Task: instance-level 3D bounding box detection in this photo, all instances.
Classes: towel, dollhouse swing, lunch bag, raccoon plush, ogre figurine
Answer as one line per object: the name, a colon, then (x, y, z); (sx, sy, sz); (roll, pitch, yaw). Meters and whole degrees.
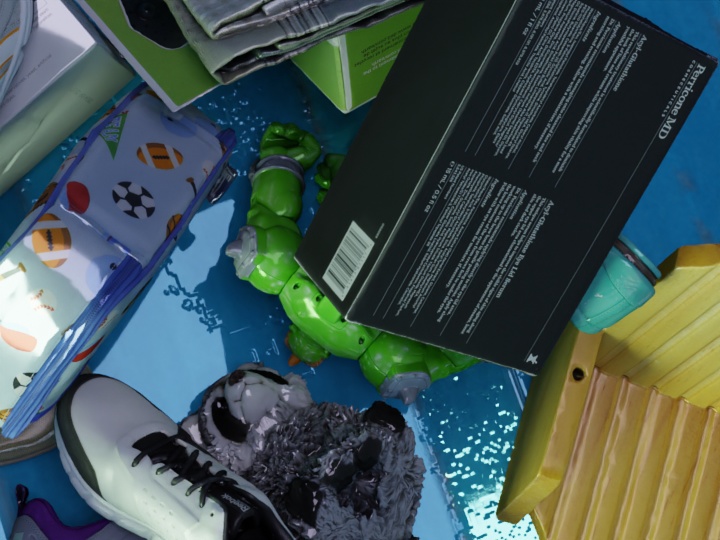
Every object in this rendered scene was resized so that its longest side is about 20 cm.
towel: (-0.030, -0.203, 0.806); (0.192, 0.035, 0.200); (-23, 55, -12)
dollhouse swing: (0.221, 0.103, 0.889); (0.199, 0.176, 0.182); (20, 76, -11)
lunch bag: (-0.148, -0.008, 0.808); (0.075, 0.160, 0.200); (36, 38, -4)
raccoon plush: (-0.037, 0.147, 0.882); (0.097, 0.134, 0.201); (-27, 119, -38)
ogre figurine: (0.000, 0.000, 0.884); (0.200, 0.098, 0.120); (53, 45, -11)

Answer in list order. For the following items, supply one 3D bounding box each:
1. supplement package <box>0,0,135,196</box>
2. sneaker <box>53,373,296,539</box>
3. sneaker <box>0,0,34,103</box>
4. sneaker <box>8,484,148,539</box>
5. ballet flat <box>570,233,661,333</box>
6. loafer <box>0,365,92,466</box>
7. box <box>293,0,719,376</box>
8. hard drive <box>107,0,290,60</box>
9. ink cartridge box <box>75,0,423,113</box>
supplement package: (-0.254, -0.143, 0.812); (0.151, 0.152, 0.200); (-41, 91, -1)
sneaker: (-0.091, 0.125, 0.808); (0.200, 0.080, 0.074); (44, 49, 13)
sneaker: (-0.203, -0.093, 0.692); (0.075, 0.092, 0.201); (4, 91, -1)
sneaker: (-0.110, 0.174, 0.849); (0.199, 0.074, 0.088); (9, 73, -11)
ballet flat: (0.112, -0.024, 0.895); (0.070, 0.200, 0.067); (-41, 121, 7)
loafer: (-0.251, 0.077, 0.832); (0.199, 0.068, 0.076); (-4, 81, -15)
box: (0.076, -0.058, 0.777); (0.141, 0.079, 0.201); (19, 107, -33)
hard drive: (-0.070, -0.196, 0.939); (0.199, 0.042, 0.136); (-6, 82, -15)
ink cartridge box: (-0.052, -0.155, 0.842); (0.200, 0.076, 0.148); (-31, 56, -16)
